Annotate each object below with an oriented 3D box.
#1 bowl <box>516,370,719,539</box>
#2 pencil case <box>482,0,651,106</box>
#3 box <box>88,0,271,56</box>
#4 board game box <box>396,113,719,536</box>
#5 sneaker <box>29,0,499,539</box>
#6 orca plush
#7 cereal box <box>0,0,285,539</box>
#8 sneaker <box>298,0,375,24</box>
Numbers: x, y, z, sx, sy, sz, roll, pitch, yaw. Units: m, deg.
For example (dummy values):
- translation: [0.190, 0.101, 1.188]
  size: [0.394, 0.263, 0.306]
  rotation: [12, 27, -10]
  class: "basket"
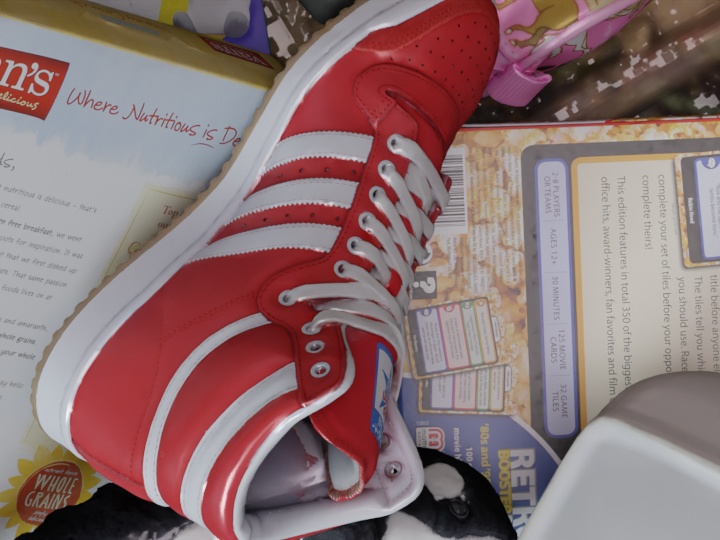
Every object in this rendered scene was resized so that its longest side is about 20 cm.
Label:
- translation: [0.101, 0.127, 0.910]
  size: [0.075, 0.200, 0.201]
  rotation: [31, 88, -34]
  class: "bowl"
- translation: [0.028, -0.157, 1.007]
  size: [0.086, 0.083, 0.201]
  rotation: [-31, 94, 5]
  class: "pencil case"
- translation: [-0.100, -0.151, 0.993]
  size: [0.117, 0.048, 0.201]
  rotation: [-9, 86, -29]
  class: "box"
- translation: [0.107, 0.021, 1.033]
  size: [0.199, 0.046, 0.152]
  rotation: [-2, 92, -3]
  class: "board game box"
- translation: [0.000, 0.000, 0.926]
  size: [0.112, 0.071, 0.200]
  rotation: [33, 77, 39]
  class: "sneaker"
- translation: [-0.052, 0.077, 0.976]
  size: [0.199, 0.105, 0.071]
  rotation: [-12, 71, 2]
  class: "orca plush"
- translation: [-0.116, 0.008, 0.961]
  size: [0.143, 0.040, 0.201]
  rotation: [14, 111, -40]
  class: "cereal box"
- translation: [-0.064, -0.159, 0.956]
  size: [0.091, 0.076, 0.200]
  rotation: [-35, 94, -18]
  class: "sneaker"
